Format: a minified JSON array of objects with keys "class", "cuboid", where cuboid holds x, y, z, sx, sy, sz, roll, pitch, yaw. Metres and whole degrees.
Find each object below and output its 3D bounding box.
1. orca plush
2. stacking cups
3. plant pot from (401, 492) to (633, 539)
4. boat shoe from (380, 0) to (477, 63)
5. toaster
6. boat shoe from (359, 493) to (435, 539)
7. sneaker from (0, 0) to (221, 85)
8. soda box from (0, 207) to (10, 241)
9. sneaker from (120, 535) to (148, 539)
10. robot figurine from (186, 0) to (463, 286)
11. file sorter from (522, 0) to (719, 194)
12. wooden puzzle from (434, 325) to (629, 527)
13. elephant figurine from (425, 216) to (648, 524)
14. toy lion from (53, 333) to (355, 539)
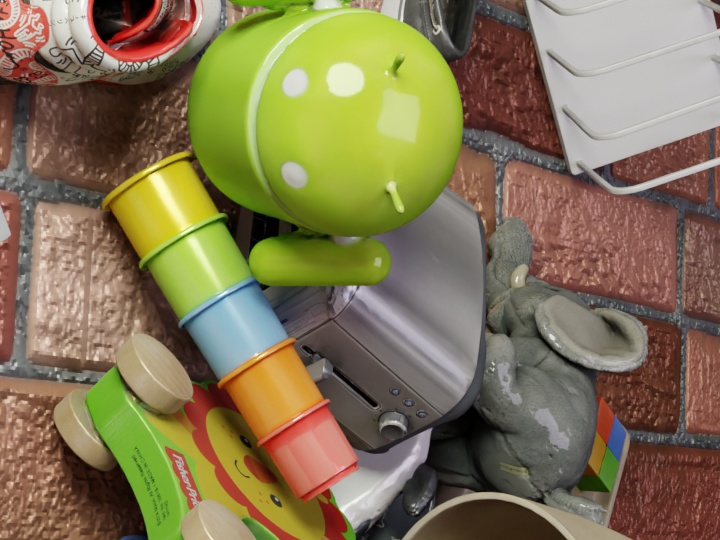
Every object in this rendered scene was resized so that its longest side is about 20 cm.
[{"class":"orca plush","cuboid":[-0.008,0.150,1.175,0.071,0.105,0.201,88,17,-59]},{"class":"stacking cups","cuboid":[-0.068,0.034,1.048,0.060,0.060,0.200,-29,87,-50]},{"class":"plant pot","cuboid":[0.139,0.234,1.142,0.200,0.187,0.188,12,78,-44]},{"class":"boat shoe","cuboid":[0.064,-0.227,1.299,0.070,0.066,0.201,40,57,-45]},{"class":"toaster","cuboid":[0.000,0.000,1.136,0.129,0.113,0.201,37,41,-33]},{"class":"boat shoe","cuboid":[0.009,0.202,1.199,0.200,0.062,0.073,-55,129,-40]},{"class":"sneaker","cuboid":[-0.113,-0.136,1.020,0.201,0.108,0.068,-17,101,-53]},{"class":"soda box","cuboid":[-0.254,-0.005,0.857,0.200,0.063,0.068,-38,116,-48]},{"class":"sneaker","cuboid":[-0.064,0.213,1.065,0.199,0.070,0.078,23,95,-26]},{"class":"robot figurine","cuboid":[-0.020,-0.081,1.003,0.115,0.200,0.176,-7,101,-24]},{"class":"file sorter","cuboid":[0.208,-0.171,1.392,0.125,0.138,0.201,-117,-171,-71]},{"class":"wooden puzzle","cuboid":[0.140,0.146,1.392,0.200,0.046,0.186,47,52,-41]},{"class":"elephant figurine","cuboid":[0.127,0.062,1.297,0.200,0.141,0.156,-38,110,-42]},{"class":"toy lion","cuboid":[-0.066,0.131,1.029,0.192,0.069,0.200,34,19,-43]}]
